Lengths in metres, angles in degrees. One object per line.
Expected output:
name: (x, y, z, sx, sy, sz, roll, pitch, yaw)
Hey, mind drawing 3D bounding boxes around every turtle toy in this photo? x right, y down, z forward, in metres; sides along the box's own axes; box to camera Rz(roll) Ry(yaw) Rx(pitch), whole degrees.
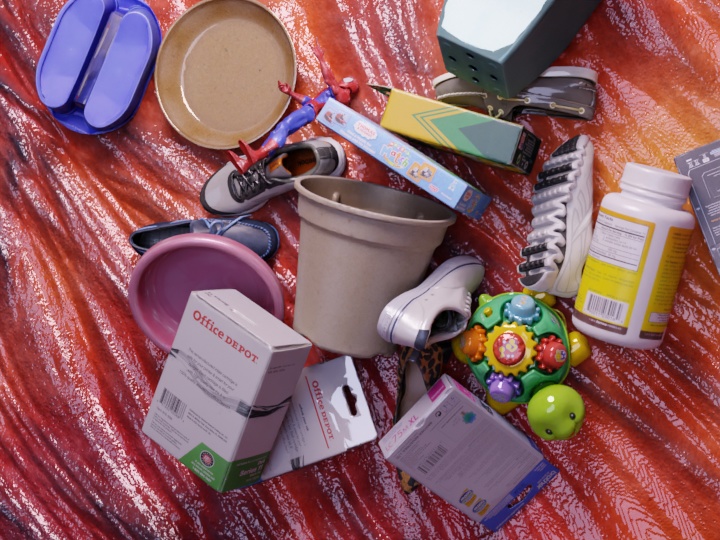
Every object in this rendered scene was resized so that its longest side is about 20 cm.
turtle toy: (0.198, 0.111, 1.579, 0.146, 0.101, 0.200, -37, 78, 13)

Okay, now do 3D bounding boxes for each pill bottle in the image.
pill bottle: (0.318, -0.018, 1.532, 0.109, 0.109, 0.201, 17, 101, 17)

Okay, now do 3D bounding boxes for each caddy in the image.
caddy: (-0.346, -0.278, 1.761, 0.141, 0.105, 0.201, 24, 95, -6)

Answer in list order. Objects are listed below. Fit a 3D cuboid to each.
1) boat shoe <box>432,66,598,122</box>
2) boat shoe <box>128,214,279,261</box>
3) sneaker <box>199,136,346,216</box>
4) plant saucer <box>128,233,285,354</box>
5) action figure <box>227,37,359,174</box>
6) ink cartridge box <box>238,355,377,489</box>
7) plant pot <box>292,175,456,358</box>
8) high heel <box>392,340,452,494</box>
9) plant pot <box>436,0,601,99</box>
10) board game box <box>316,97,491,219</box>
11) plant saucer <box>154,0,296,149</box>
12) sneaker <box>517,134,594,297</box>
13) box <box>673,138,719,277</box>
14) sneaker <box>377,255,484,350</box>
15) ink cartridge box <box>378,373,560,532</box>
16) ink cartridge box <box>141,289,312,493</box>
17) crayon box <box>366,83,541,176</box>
boat shoe: (0.185, -0.210, 1.610, 0.201, 0.072, 0.061, 0, 83, 13)
boat shoe: (-0.206, -0.028, 1.725, 0.199, 0.069, 0.085, -6, 86, 17)
sneaker: (-0.120, -0.125, 1.698, 0.199, 0.079, 0.074, -19, 84, 17)
plant saucer: (-0.192, 0.031, 1.687, 0.199, 0.051, 0.201, 4, 125, 6)
action figure: (-0.089, -0.211, 1.654, 0.200, 0.065, 0.099, -33, 93, -29)
ink cartridge box: (-0.075, 0.188, 1.677, 0.199, 0.068, 0.117, -21, 81, 16)
plant pot: (0.000, 0.000, 1.611, 0.199, 0.200, 0.184, 16, 103, 17)
high heel: (0.061, 0.176, 1.597, 0.071, 0.142, 0.201, 12, 92, 17)
plant pot: (0.180, -0.314, 1.544, 0.141, 0.141, 0.201, 28, 77, 20)
board game box: (0.055, -0.133, 1.606, 0.200, 0.151, 0.037, 33, 97, 15)
plant saucer: (-0.172, -0.257, 1.740, 0.199, 0.035, 0.201, 0, 88, 17)
sneaker: (0.248, -0.063, 1.593, 0.081, 0.075, 0.201, 21, 78, -25)
box: (0.482, -0.093, 1.527, 0.199, 0.048, 0.159, -23, 82, 16)
sneaker: (0.100, 0.046, 1.570, 0.071, 0.200, 0.073, 30, 129, 23)
ink cartridge box: (0.132, 0.221, 1.589, 0.200, 0.042, 0.119, 38, 102, -26)
ink cartridge box: (-0.162, 0.141, 1.610, 0.146, 0.083, 0.201, 33, 111, 29)
crayon box: (0.108, -0.170, 1.605, 0.199, 0.127, 0.051, 19, 94, 18)
